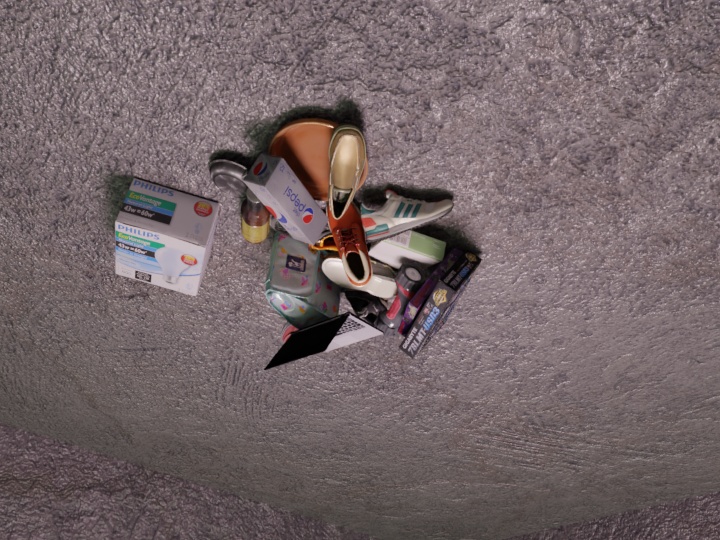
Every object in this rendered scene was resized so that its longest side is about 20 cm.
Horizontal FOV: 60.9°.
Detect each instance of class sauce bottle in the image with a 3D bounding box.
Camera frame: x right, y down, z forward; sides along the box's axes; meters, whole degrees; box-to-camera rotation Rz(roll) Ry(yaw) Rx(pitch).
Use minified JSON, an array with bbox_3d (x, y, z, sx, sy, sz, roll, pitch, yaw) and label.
[{"bbox_3d":[-0.218,-0.119,1.277,0.064,0.068,0.201,12,157,-7],"label":"sauce bottle"}]

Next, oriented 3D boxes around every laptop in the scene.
[{"bbox_3d":[-0.078,0.177,1.363,0.185,0.118,0.199,-20,144,35],"label":"laptop"}]

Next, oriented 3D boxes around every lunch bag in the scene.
[{"bbox_3d":[-0.135,0.023,1.397,0.120,0.174,0.200,-17,140,30],"label":"lunch bag"}]

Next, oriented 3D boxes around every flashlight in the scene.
[{"bbox_3d":[0.084,0.069,1.393,0.066,0.069,0.202,-1,140,-28],"label":"flashlight"}]

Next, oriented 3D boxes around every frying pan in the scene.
[{"bbox_3d":[-0.227,-0.182,1.238,0.186,0.032,0.115,5,152,27],"label":"frying pan"}]

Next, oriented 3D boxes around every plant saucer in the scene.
[{"bbox_3d":[-0.080,-0.218,1.189,0.195,0.038,0.202,4,142,3],"label":"plant saucer"}]

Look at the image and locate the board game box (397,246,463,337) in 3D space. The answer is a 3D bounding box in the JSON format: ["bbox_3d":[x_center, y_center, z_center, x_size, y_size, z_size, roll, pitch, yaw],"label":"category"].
[{"bbox_3d":[0.156,0.047,1.372,0.032,0.200,0.121,36,145,11],"label":"board game box"}]

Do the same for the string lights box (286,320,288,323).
[{"bbox_3d":[-0.139,0.143,1.647,0.100,0.060,0.202,3,142,6],"label":"string lights box"}]

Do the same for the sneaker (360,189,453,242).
[{"bbox_3d":[0.091,-0.128,1.248,0.195,0.096,0.070,-19,180,-2],"label":"sneaker"}]

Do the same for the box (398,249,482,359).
[{"bbox_3d":[0.180,0.073,1.353,0.049,0.198,0.202,33,123,12],"label":"box"}]

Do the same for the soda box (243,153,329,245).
[{"bbox_3d":[-0.140,-0.135,1.193,0.062,0.069,0.200,19,160,35],"label":"soda box"}]

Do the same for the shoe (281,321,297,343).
[{"bbox_3d":[-0.142,0.167,1.553,0.071,0.093,0.199,30,135,-28],"label":"shoe"}]

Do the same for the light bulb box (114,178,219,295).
[{"bbox_3d":[-0.432,-0.069,1.366,0.194,0.127,0.201,16,143,-11],"label":"light bulb box"}]

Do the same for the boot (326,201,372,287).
[{"bbox_3d":[-0.021,-0.066,1.250,0.073,0.205,0.107,-19,179,3],"label":"boot"}]

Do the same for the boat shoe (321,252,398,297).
[{"bbox_3d":[-0.002,0.002,1.396,0.198,0.061,0.072,21,129,-26],"label":"boat shoe"}]

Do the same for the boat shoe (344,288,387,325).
[{"bbox_3d":[0.016,0.091,1.505,0.071,0.064,0.200,1,163,25],"label":"boat shoe"}]

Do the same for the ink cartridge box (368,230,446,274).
[{"bbox_3d":[0.089,-0.041,1.386,0.142,0.049,0.200,18,165,-12],"label":"ink cartridge box"}]

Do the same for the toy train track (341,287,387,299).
[{"bbox_3d":[0.004,0.040,1.513,0.195,0.033,0.115,2,163,17],"label":"toy train track"}]

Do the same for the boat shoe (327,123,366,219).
[{"bbox_3d":[-0.028,-0.176,1.141,0.070,0.078,0.202,6,142,1],"label":"boat shoe"}]

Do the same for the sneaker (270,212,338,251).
[{"bbox_3d":[-0.102,-0.087,1.330,0.195,0.079,0.079,9,145,1],"label":"sneaker"}]
